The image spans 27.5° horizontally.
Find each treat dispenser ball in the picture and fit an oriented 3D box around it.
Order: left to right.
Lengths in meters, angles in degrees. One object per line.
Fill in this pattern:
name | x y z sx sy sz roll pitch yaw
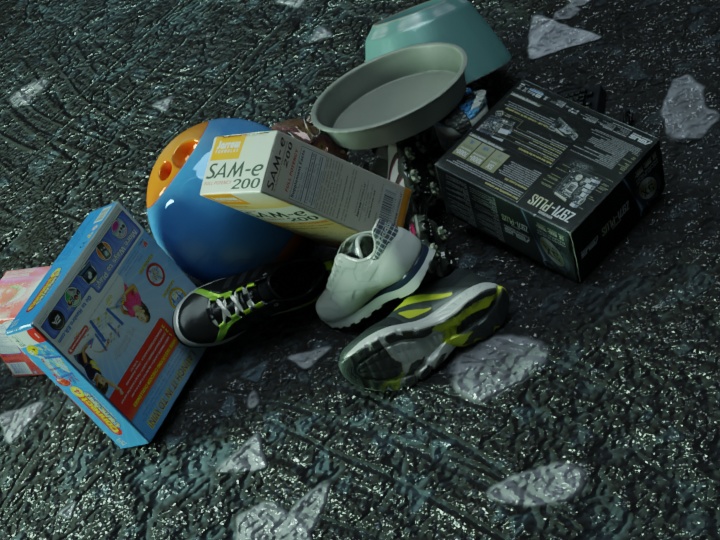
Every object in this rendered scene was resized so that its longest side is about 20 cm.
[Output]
treat dispenser ball | -0.158 -0.083 1.774 0.200 0.201 0.201 -15 38 12

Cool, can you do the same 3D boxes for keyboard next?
keyboard | 0.272 -0.158 1.775 0.126 0.021 0.201 -6 42 23

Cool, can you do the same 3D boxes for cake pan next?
cake pan | 0.038 -0.205 1.746 0.199 0.037 0.201 -19 28 11

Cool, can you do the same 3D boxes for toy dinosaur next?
toy dinosaur | -0.069 -0.158 1.855 0.199 0.086 0.135 12 9 36

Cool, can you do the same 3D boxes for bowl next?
bowl | 0.085 -0.287 1.901 0.200 0.106 0.201 -21 13 5

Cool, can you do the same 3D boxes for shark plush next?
shark plush | 0.096 -0.127 1.801 0.199 0.091 0.083 -8 9 29

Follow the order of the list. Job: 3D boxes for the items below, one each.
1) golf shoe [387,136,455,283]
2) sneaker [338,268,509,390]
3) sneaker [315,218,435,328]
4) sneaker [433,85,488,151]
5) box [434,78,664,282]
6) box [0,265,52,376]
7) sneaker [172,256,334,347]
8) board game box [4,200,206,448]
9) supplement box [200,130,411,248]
golf shoe | 0.046 -0.075 1.717 0.088 0.077 0.201 -24 57 28
sneaker | 0.063 0.063 1.597 0.199 0.075 0.085 -24 31 -13
sneaker | 0.000 0.000 1.636 0.200 0.080 0.077 -35 28 49
sneaker | 0.125 -0.171 1.783 0.075 0.087 0.200 -18 11 4
box | 0.214 -0.105 1.659 0.200 0.086 0.164 29 63 35
box | -0.349 0.057 1.798 0.199 0.103 0.095 -6 41 24
sneaker | -0.123 0.024 1.686 0.199 0.083 0.072 -23 79 -17
board game box | -0.272 0.061 1.667 0.056 0.196 0.200 -16 34 41
supplement box | -0.060 -0.086 1.644 0.126 0.199 0.074 1 73 53
